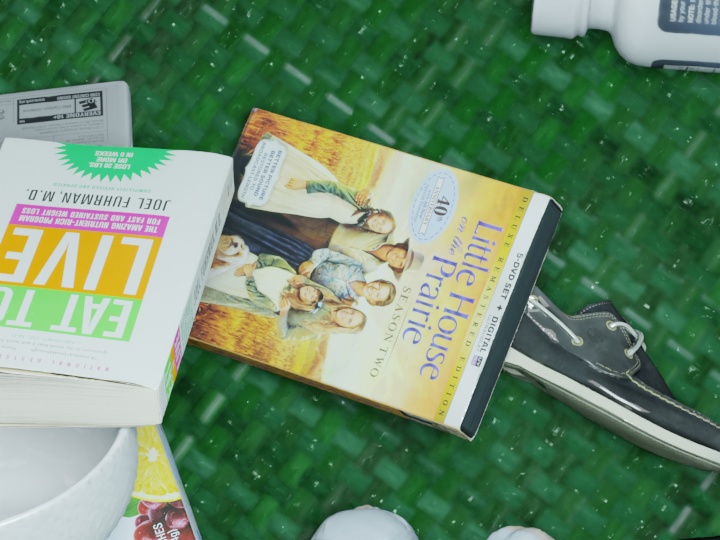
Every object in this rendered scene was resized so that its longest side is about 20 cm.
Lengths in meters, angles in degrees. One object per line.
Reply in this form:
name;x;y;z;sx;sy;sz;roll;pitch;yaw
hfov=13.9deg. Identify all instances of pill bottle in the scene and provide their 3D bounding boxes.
pill bottle;0.202;-0.175;1.715;0.200;0.120;0.120;5;80;2

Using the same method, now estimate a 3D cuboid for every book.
book;-0.151;0.005;1.604;0.133;0.048;0.200;3;39;8

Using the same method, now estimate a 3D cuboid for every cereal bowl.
cereal bowl;-0.213;0.121;1.576;0.200;0.200;0.083;-9;120;0

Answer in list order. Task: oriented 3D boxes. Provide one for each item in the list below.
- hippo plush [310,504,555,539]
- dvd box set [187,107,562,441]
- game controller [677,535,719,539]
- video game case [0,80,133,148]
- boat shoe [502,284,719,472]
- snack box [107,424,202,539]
hippo plush;0.016;0.220;1.652;0.161;0.159;0.200;18;43;31
dvd box set;0.000;0.000;1.702;0.200;0.029;0.146;19;81;25
game controller;0.213;0.251;1.688;0.104;0.042;0.200;-7;79;15
video game case;-0.229;-0.032;1.701;0.200;0.024;0.182;-7;45;0
boat shoe;0.137;0.051;1.702;0.200;0.072;0.068;31;83;9
snack box;-0.177;0.156;1.664;0.169;0.068;0.200;-20;59;-2
